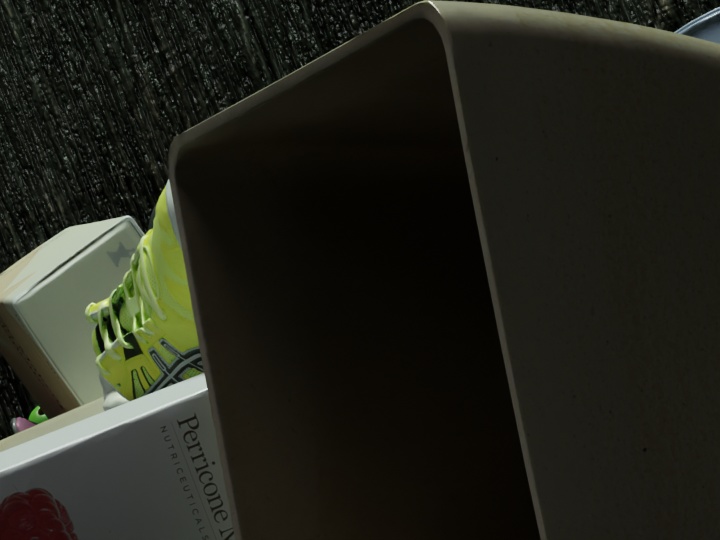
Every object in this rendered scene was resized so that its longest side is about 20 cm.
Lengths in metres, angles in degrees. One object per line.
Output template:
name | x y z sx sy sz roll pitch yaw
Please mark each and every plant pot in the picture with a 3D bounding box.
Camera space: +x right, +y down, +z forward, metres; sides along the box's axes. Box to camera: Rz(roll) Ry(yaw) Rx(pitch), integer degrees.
plant pot | 0.070 0.026 0.778 0.176 0.201 0.200 -9 -5 -29

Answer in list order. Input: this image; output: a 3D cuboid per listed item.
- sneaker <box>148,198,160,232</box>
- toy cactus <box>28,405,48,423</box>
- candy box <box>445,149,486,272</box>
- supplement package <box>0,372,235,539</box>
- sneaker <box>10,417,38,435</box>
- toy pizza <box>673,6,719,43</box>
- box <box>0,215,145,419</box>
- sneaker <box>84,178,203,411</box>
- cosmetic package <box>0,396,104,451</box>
sneaker | 0.000 0.000 1.111 0.199 0.076 0.079 7 -3 -7
toy cactus | -0.126 0.126 1.431 0.164 0.201 0.102 20 -42 -13
candy box | 0.039 0.023 0.938 0.061 0.201 0.136 -22 1 -40
supplement package | -0.123 0.129 0.908 0.199 0.122 0.120 -22 1 1
sneaker | -0.223 0.162 1.271 0.200 0.082 0.070 -43 11 -10
toy pizza | 0.170 -0.015 0.944 0.199 0.201 0.032 -21 -24 25
box | -0.147 0.031 1.295 0.078 0.095 0.200 -36 7 -13
sneaker | -0.078 0.024 1.024 0.076 0.076 0.200 -10 -28 -8
cosmetic package | -0.103 0.116 1.160 0.199 0.104 0.073 -23 -38 12
